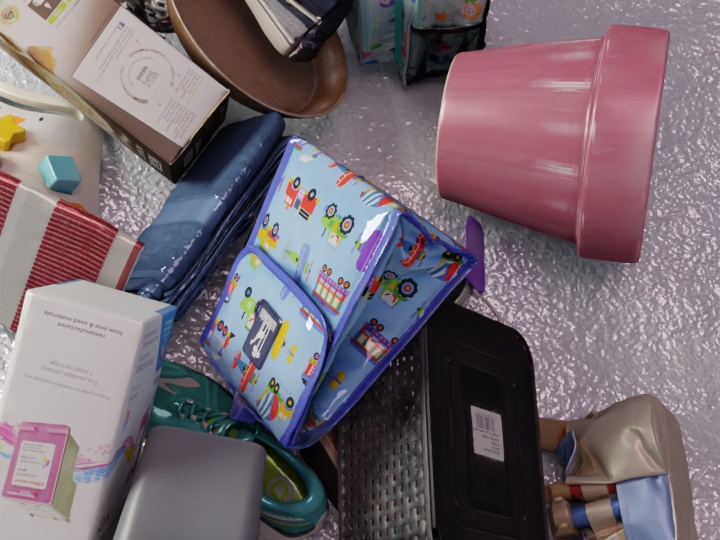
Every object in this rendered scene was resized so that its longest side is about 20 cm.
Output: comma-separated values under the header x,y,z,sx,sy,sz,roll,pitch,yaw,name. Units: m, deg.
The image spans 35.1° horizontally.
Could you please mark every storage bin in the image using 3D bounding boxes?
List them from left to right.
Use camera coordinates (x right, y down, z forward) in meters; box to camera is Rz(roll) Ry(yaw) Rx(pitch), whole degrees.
x,y,z,sx,sy,sz,roll,pitch,yaw,name
-0.112,0.206,0.785,0.144,0.201,0.135,11,55,-3,storage bin
0.062,0.137,0.855,0.135,0.093,0.202,22,57,-40,storage bin

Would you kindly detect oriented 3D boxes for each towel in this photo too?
x,y,z,sx,sy,sz,roll,pitch,yaw,name
-0.276,-0.018,0.874,0.199,0.144,0.023,26,39,-8,towel
-0.131,-0.040,0.943,0.049,0.111,0.201,45,64,-28,towel

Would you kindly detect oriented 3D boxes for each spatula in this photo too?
x,y,z,sx,sy,sz,roll,pitch,yaw,name
0.116,0.048,0.962,0.020,0.056,0.201,-21,68,16,spatula

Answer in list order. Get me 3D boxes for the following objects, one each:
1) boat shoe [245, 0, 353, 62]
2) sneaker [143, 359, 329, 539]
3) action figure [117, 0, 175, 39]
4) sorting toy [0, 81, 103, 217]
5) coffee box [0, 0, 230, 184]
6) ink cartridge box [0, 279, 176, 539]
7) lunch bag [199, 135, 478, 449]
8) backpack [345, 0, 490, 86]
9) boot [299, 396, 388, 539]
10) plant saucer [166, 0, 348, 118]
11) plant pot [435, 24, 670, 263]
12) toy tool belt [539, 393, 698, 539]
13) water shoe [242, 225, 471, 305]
x,y,z,sx,sy,sz,roll,pitch,yaw,name
-0.076,-0.284,0.970,0.200,0.093,0.075,52,38,-2,boat shoe
-0.103,0.128,0.878,0.199,0.080,0.078,34,66,9,sneaker
-0.200,-0.271,1.040,0.198,0.102,0.120,5,53,-4,action figure
-0.302,-0.091,0.958,0.198,0.107,0.181,14,45,-2,sorting toy
-0.212,-0.171,0.951,0.200,0.114,0.080,38,82,-4,coffee box
-0.200,0.116,0.794,0.084,0.145,0.202,16,92,-1,ink cartridge box
-0.036,0.027,0.840,0.150,0.094,0.201,38,97,47,lunch bag
0.052,-0.287,1.025,0.149,0.200,0.179,-6,67,-11,backpack
-0.020,0.115,0.904,0.075,0.074,0.201,-21,67,-24,boot
-0.096,-0.212,1.001,0.200,0.034,0.201,29,43,-31,plant saucer
0.164,-0.115,0.978,0.178,0.200,0.201,9,63,14,plant pot
0.193,0.199,0.882,0.122,0.125,0.201,-16,58,27,toy tool belt
0.000,0.000,0.952,0.198,0.079,0.072,4,65,-6,water shoe
